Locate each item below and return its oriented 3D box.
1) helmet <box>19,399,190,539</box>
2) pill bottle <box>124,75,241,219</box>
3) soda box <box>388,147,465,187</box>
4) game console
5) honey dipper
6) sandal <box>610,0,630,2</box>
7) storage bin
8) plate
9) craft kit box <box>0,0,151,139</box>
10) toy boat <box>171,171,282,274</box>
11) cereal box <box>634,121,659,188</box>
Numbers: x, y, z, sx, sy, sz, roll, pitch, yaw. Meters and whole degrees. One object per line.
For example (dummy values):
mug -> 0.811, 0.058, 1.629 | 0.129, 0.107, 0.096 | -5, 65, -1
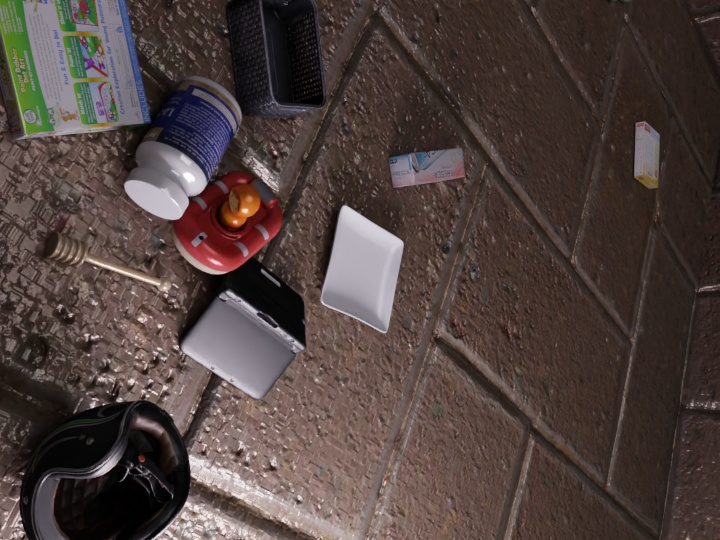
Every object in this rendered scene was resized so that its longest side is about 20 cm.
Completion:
helmet -> -0.337, 0.276, 0.949 | 0.201, 0.189, 0.200 | 59, 10, -18
pill bottle -> -0.269, -0.185, 1.112 | 0.116, 0.115, 0.202 | 43, 57, -36
soda box -> 0.150, -0.228, 1.612 | 0.199, 0.063, 0.069 | -16, 99, -48
game console -> -0.195, 0.086, 1.244 | 0.200, 0.116, 0.177 | 42, 28, -37
honey dipper -> -0.357, -0.005, 1.062 | 0.199, 0.038, 0.039 | 26, 68, -45
sandal -> 0.887, -0.954, 2.476 | 0.200, 0.057, 0.081 | -18, 100, -47
storage bin -> -0.145, -0.377, 1.280 | 0.134, 0.093, 0.203 | -10, 95, -47
plate -> 0.000, 0.000, 1.453 | 0.199, 0.032, 0.202 | 28, 68, -43
craft kit box -> -0.407, -0.294, 1.025 | 0.196, 0.048, 0.203 | -18, 100, -49
toy boat -> -0.199, -0.089, 1.151 | 0.131, 0.131, 0.200 | 45, 50, -2
cereal box -> 1.011, -0.406, 2.582 | 0.143, 0.039, 0.203 | 18, 73, -45
